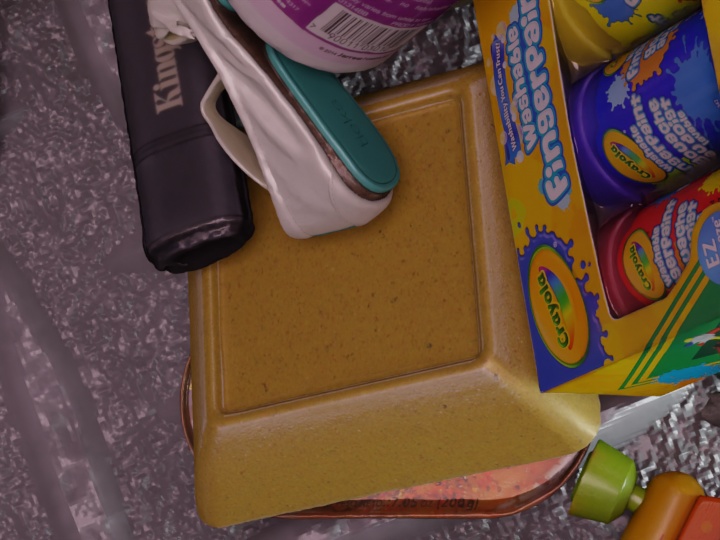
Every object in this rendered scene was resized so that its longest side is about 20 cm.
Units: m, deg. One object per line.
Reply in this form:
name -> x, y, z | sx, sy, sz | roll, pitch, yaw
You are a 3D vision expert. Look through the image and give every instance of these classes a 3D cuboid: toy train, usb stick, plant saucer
toy train -> 0.150, 0.111, 1.111 | 0.116, 0.085, 0.200 | 26, 80, 11
usb stick -> -0.088, -0.090, 1.128 | 0.055, 0.033, 0.200 | -23, 59, 19
plant saucer -> 0.000, 0.000, 1.093 | 0.200, 0.048, 0.200 | -14, 65, 21

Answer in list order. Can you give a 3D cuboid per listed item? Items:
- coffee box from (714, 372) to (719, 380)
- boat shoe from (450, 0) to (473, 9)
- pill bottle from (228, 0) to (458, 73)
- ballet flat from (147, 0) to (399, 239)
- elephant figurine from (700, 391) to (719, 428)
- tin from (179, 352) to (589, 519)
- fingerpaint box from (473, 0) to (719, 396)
coffee box -> 0.201, -0.050, 1.092 | 0.123, 0.044, 0.200 | 38, 104, -17
boat shoe -> 0.027, -0.155, 1.134 | 0.200, 0.074, 0.076 | -31, 86, 6
pill bottle -> 0.031, -0.175, 0.995 | 0.200, 0.112, 0.112 | -36, 84, 42
ballet flat -> -0.056, -0.101, 1.069 | 0.069, 0.069, 0.200 | -30, 83, 6
elephant figurine -> 0.241, 0.000, 1.014 | 0.155, 0.200, 0.142 | -31, 47, -18
tin -> 0.014, 0.061, 1.152 | 0.200, 0.042, 0.112 | 0, 93, 8
fingerpaint box -> 0.132, -0.065, 0.989 | 0.073, 0.167, 0.200 | 3, 71, -34
